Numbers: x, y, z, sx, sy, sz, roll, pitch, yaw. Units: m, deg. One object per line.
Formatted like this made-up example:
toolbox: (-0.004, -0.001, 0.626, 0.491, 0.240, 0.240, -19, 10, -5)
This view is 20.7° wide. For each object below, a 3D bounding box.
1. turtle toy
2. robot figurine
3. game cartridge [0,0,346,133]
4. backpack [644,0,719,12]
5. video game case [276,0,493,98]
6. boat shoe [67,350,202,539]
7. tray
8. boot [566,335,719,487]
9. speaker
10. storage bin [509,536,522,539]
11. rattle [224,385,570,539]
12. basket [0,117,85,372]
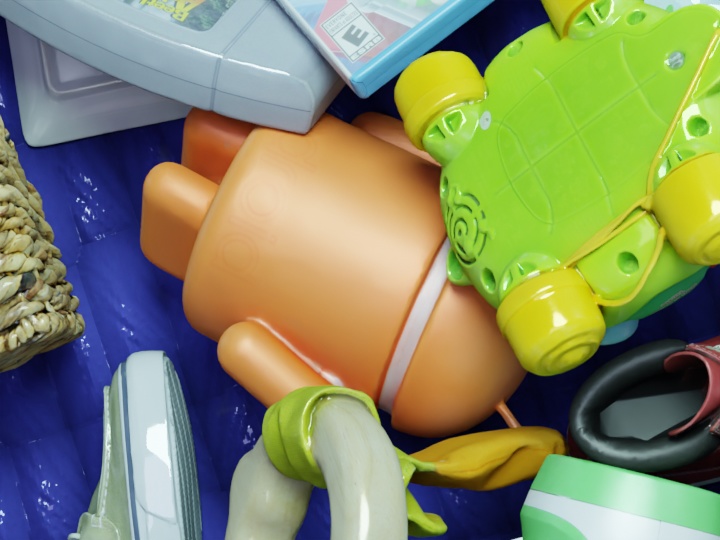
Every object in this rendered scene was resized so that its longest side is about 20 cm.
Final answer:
turtle toy: (0.115, -0.050, 0.778, 0.199, 0.101, 0.147, -35, 60, 21)
robot figurine: (-0.001, 0.002, 0.876, 0.198, 0.144, 0.118, 25, 110, 7)
game cartridge: (-0.087, -0.138, 0.877, 0.198, 0.041, 0.134, 25, 50, 10)
backpack: (0.186, -0.167, 0.862, 0.199, 0.151, 0.179, -26, 81, 8)
video game case: (0.001, -0.183, 0.859, 0.143, 0.018, 0.200, -37, 60, -3)
boat shoe: (-0.104, 0.139, 0.896, 0.061, 0.072, 0.202, -4, 87, 3)
tray: (-0.076, -0.131, 0.942, 0.198, 0.022, 0.109, -11, 83, 4)
boot: (0.184, 0.046, 0.838, 0.198, 0.144, 0.073, -18, 77, 2)
speaker: (0.084, 0.177, 0.757, 0.087, 0.088, 0.202, 13, 85, 7)
storage bin: (0.040, 0.197, 0.851, 0.198, 0.094, 0.137, -15, 78, -1)
rattle: (0.016, 0.152, 0.765, 0.130, 0.142, 0.202, -37, 47, 31)
basket: (-0.239, -0.001, 0.882, 0.198, 0.143, 0.150, -25, 88, -2)
